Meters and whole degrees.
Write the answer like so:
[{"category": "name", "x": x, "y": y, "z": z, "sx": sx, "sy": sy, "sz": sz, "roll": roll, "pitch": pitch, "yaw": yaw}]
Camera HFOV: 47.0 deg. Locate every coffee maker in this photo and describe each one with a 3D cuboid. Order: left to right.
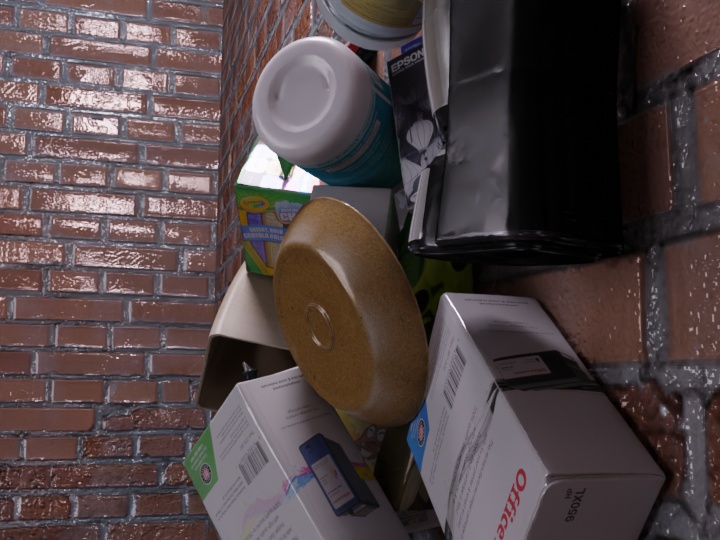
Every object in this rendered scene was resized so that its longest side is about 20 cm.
[{"category": "coffee maker", "x": 0.108, "y": -0.107, "z": 0.528, "sx": 0.192, "sy": 0.133, "sz": 0.202, "roll": 161, "pitch": 110, "yaw": -72}]

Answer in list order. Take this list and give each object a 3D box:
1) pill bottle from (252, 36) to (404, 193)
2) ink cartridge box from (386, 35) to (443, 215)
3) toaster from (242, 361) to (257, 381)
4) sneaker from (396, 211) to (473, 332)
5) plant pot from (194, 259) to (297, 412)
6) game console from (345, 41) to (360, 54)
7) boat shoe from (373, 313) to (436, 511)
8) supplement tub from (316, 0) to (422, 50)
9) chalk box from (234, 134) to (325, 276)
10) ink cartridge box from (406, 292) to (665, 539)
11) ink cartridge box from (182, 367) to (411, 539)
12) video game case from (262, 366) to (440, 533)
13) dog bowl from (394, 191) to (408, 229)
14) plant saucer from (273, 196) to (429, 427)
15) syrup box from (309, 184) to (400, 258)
[{"category": "pill bottle", "x": -0.008, "y": -0.131, "z": 0.786, "sx": 0.200, "sy": 0.110, "sz": 0.112, "roll": 23, "pitch": -117, "yaw": -62}, {"category": "ink cartridge box", "x": 0.077, "y": -0.148, "z": 0.719, "sx": 0.099, "sy": 0.039, "sz": 0.202, "roll": -23, "pitch": 58, "yaw": 28}, {"category": "toaster", "x": -0.049, "y": 0.214, "z": 0.933, "sx": 0.119, "sy": 0.179, "sz": 0.202, "roll": 128, "pitch": 141, "yaw": -65}, {"category": "sneaker", "x": 0.069, "y": 0.001, "z": 0.771, "sx": 0.084, "sy": 0.073, "sz": 0.202, "roll": -137, "pitch": 60, "yaw": -81}, {"category": "plant pot", "x": -0.115, "y": 0.090, "z": 1.187, "sx": 0.200, "sy": 0.198, "sz": 0.178, "roll": 113, "pitch": 165, "yaw": -49}, {"category": "game console", "x": -0.060, "y": -0.256, "z": 1.159, "sx": 0.178, "sy": 0.031, "sz": 0.200, "roll": -57, "pitch": 12, "yaw": -13}, {"category": "boat shoe", "x": 0.073, "y": 0.121, "z": 0.730, "sx": 0.072, "sy": 0.066, "sz": 0.202, "roll": 35, "pitch": 106, "yaw": 56}, {"category": "supplement tub", "x": 0.038, "y": -0.315, "z": 0.778, "sx": 0.200, "sy": 0.143, "sz": 0.146, "roll": 132, "pitch": 138, "yaw": -65}, {"category": "chalk box", "x": -0.086, "y": -0.100, "z": 1.093, "sx": 0.201, "sy": 0.123, "sz": 0.125, "roll": 91, "pitch": -169, "yaw": -46}, {"category": "ink cartridge box", "x": 0.107, "y": 0.129, "z": 0.580, "sx": 0.200, "sy": 0.083, "sz": 0.146, "roll": -113, "pitch": 29, "yaw": -58}, {"category": "ink cartridge box", "x": -0.060, "y": 0.212, "z": 0.741, "sx": 0.201, "sy": 0.087, "sz": 0.146, "roll": 57, "pitch": 132, "yaw": 24}, {"category": "video game case", "x": -0.016, "y": 0.175, "z": 0.814, "sx": 0.023, "sy": 0.199, "sz": 0.184, "roll": 21, "pitch": -128, "yaw": -63}, {"category": "dog bowl", "x": 0.017, "y": -0.083, "z": 0.971, "sx": 0.200, "sy": 0.058, "sz": 0.202, "roll": -177, "pitch": 90, "yaw": -74}, {"category": "plant saucer", "x": -0.021, "y": 0.041, "z": 0.682, "sx": 0.200, "sy": 0.035, "sz": 0.202, "roll": 35, "pitch": 135, "yaw": 44}, {"category": "syrup box", "x": 0.000, "y": 0.000, "z": 0.835, "sx": 0.200, "sy": 0.078, "sz": 0.082, "roll": 75, "pitch": -159, "yaw": -62}]
